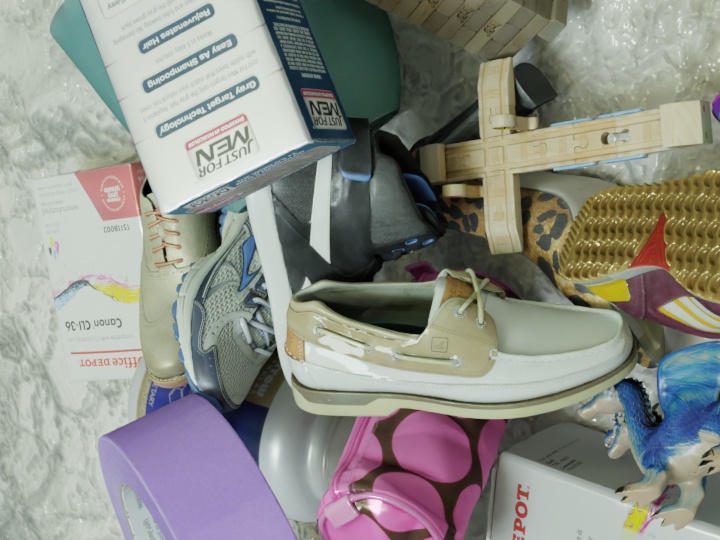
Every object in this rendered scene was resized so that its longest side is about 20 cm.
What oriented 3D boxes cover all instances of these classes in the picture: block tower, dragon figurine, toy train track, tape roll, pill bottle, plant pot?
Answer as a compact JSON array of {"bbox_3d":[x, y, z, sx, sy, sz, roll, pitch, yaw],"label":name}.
[{"bbox_3d":[0.025,-0.187,0.924,0.058,0.200,0.054,-43,31,50],"label":"block tower"},{"bbox_3d":[0.191,0.076,0.863,0.200,0.059,0.100,-32,38,45],"label":"dragon figurine"},{"bbox_3d":[0.104,-0.071,0.903,0.200,0.032,0.115,-6,86,43],"label":"toy train track"},{"bbox_3d":[-0.091,0.180,0.990,0.200,0.066,0.200,52,157,32],"label":"tape roll"},{"bbox_3d":[-0.052,0.106,1.098,0.200,0.120,0.120,12,109,36],"label":"pill bottle"},{"bbox_3d":[-0.068,-0.135,1.010,0.200,0.200,0.161,-33,91,40],"label":"plant pot"}]

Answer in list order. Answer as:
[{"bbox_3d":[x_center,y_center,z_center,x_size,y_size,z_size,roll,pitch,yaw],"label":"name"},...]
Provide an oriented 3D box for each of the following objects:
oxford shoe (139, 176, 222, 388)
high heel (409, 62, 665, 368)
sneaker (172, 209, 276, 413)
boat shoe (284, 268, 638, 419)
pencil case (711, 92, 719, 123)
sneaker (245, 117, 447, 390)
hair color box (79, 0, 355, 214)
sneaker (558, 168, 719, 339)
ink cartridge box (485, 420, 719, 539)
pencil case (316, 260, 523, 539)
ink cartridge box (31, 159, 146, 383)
[{"bbox_3d":[-0.131,-0.018,1.100,0.071,0.074,0.200,-10,61,21],"label":"oxford shoe"},{"bbox_3d":[0.102,-0.010,0.982,0.143,0.071,0.200,-39,73,45],"label":"high heel"},{"bbox_3d":[-0.061,0.007,1.052,0.085,0.200,0.077,-6,137,25],"label":"sneaker"},{"bbox_3d":[0.054,0.038,0.898,0.199,0.075,0.069,-6,117,9],"label":"boat shoe"},{"bbox_3d":[0.261,-0.019,0.833,0.200,0.085,0.092,65,165,7],"label":"pencil case"},{"bbox_3d":[0.000,0.000,0.956,0.112,0.073,0.200,-7,132,5],"label":"sneaker"},{"bbox_3d":[-0.090,-0.140,0.864,0.100,0.060,0.200,-24,83,23],"label":"hair color box"},{"bbox_3d":[0.192,-0.003,0.821,0.200,0.090,0.075,11,77,63],"label":"sneaker"},{"bbox_3d":[0.178,0.191,0.955,0.200,0.084,0.145,17,112,35],"label":"ink cartridge box"},{"bbox_3d":[0.037,0.091,0.968,0.091,0.200,0.094,-20,125,38],"label":"pencil case"},{"bbox_3d":[-0.172,0.019,1.208,0.116,0.067,0.200,-6,97,40],"label":"ink cartridge box"}]
